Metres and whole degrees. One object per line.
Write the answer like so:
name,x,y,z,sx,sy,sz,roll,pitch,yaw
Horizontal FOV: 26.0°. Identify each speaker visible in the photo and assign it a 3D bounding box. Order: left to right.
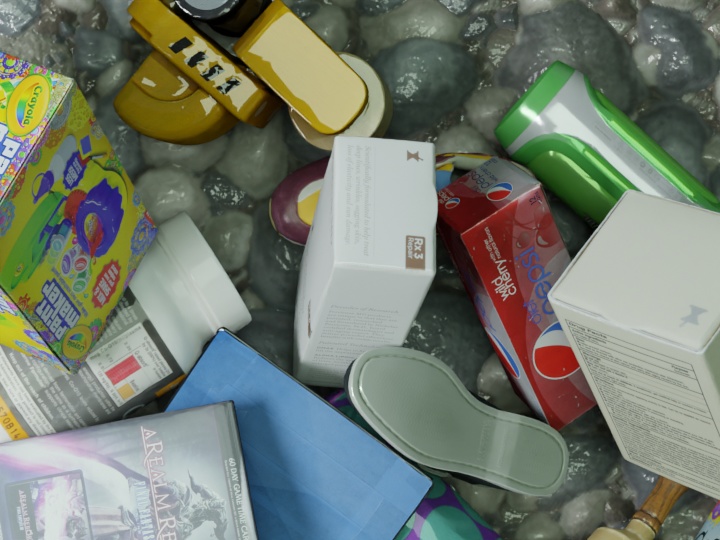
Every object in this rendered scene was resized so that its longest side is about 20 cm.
speaker,0.198,-0.065,1.177,0.200,0.088,0.089,42,83,-2

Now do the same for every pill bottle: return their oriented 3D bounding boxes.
pill bottle,-0.185,0.050,1.114,0.199,0.116,0.117,-32,90,-6

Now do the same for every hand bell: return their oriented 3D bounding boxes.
hand bell,0.219,0.185,1.178,0.104,0.104,0.200,40,70,-2

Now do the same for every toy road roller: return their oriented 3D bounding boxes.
toy road roller,-0.087,-0.134,1.139,0.200,0.123,0.146,41,96,3

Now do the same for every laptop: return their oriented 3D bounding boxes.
laptop,-0.088,0.183,1.062,0.187,0.116,0.200,35,50,2

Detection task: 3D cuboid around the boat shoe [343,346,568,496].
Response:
boat shoe,0.059,0.113,1.118,0.200,0.060,0.076,33,69,-28

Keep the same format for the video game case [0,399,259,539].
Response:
video game case,-0.170,0.175,1.043,0.199,0.019,0.144,-10,81,-6

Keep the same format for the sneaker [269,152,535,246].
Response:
sneaker,0.032,-0.058,1.157,0.199,0.090,0.075,-7,87,-7

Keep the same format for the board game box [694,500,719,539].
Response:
board game box,0.280,0.269,1.156,0.105,0.103,0.200,34,84,-2

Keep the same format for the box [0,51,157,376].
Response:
box,-0.259,-0.051,0.987,0.192,0.200,0.122,22,70,16

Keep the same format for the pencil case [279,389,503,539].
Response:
pencil case,0.024,0.180,1.144,0.200,0.085,0.092,46,127,-1

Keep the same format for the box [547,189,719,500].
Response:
box,0.235,0.058,1.095,0.109,0.127,0.200,-51,137,-21

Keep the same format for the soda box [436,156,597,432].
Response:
soda box,0.120,0.019,1.127,0.070,0.063,0.201,-32,124,-7

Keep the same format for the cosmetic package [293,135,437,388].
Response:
cosmetic package,0.000,0.000,1.084,0.074,0.200,0.102,4,62,-7

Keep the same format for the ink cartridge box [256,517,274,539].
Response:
ink cartridge box,-0.097,0.282,1.152,0.162,0.057,0.200,41,98,-2
